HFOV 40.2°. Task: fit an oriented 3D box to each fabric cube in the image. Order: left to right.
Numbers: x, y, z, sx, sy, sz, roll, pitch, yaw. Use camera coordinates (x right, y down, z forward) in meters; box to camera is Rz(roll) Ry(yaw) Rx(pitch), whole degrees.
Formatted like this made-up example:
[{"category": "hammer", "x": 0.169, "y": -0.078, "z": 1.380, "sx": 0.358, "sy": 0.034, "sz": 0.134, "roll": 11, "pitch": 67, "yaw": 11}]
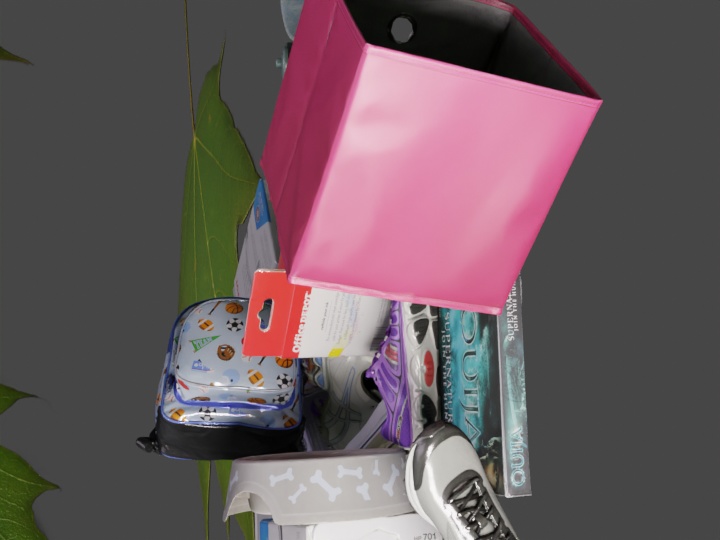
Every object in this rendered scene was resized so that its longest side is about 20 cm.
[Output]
[{"category": "fabric cube", "x": 0.042, "y": -0.112, "z": 0.810, "sx": 0.201, "sy": 0.194, "sz": 0.201, "roll": -110, "pitch": 34, "yaw": -52}]

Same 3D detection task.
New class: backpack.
[{"category": "backpack", "x": -0.149, "y": 0.117, "z": 1.150, "sx": 0.192, "sy": 0.197, "sz": 0.155, "roll": -97, "pitch": 20, "yaw": -50}]

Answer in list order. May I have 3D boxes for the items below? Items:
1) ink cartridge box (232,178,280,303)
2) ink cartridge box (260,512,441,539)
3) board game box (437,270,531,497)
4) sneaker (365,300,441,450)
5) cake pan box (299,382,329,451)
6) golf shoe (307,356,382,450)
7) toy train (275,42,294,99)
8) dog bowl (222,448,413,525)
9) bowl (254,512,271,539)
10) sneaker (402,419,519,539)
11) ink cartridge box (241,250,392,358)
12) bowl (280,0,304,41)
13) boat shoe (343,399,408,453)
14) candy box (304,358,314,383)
[{"category": "ink cartridge box", "x": -0.103, "y": 0.004, "z": 1.278, "sx": 0.201, "sy": 0.085, "sz": 0.148, "roll": 110, "pitch": 154, "yaw": -45}, {"category": "ink cartridge box", "x": -0.014, "y": 0.304, "z": 1.054, "sx": 0.200, "sy": 0.145, "sz": 0.087, "roll": 150, "pitch": 118, "yaw": -68}, {"category": "board game box", "x": 0.109, "y": 0.098, "z": 0.899, "sx": 0.135, "sy": 0.028, "sz": 0.203, "roll": 159, "pitch": 110, "yaw": -70}, {"category": "sneaker", "x": 0.040, "y": 0.078, "z": 0.982, "sx": 0.083, "sy": 0.080, "sz": 0.203, "roll": -2, "pitch": 87, "yaw": 34}, {"category": "cake pan box", "x": -0.068, "y": 0.242, "z": 1.306, "sx": 0.200, "sy": 0.052, "sz": 0.187, "roll": 169, "pitch": 85, "yaw": -70}, {"category": "golf shoe", "x": 0.000, "y": 0.156, "z": 1.155, "sx": 0.079, "sy": 0.096, "sz": 0.202, "roll": -55, "pitch": -34, "yaw": -38}, {"category": "toy train", "x": -0.078, "y": -0.234, "z": 1.397, "sx": 0.114, "sy": 0.084, "sz": 0.203, "roll": 166, "pitch": 102, "yaw": -83}, {"category": "dog bowl", "x": -0.040, "y": 0.211, "z": 0.977, "sx": 0.200, "sy": 0.197, "sz": 0.060, "roll": 155, "pitch": 112, "yaw": -69}, {"category": "bowl", "x": -0.110, "y": 0.401, "z": 1.479, "sx": 0.199, "sy": 0.074, "sz": 0.203, "roll": 164, "pitch": 104, "yaw": -71}, {"category": "sneaker", "x": 0.098, "y": 0.214, "z": 0.818, "sx": 0.079, "sy": 0.074, "sz": 0.202, "roll": 4, "pitch": 120, "yaw": 58}, {"category": "ink cartridge box", "x": -0.028, "y": 0.028, "z": 1.043, "sx": 0.068, "sy": 0.197, "sz": 0.117, "roll": -115, "pitch": 32, "yaw": -51}, {"category": "bowl", "x": -0.023, "y": -0.375, "z": 1.182, "sx": 0.200, "sy": 0.106, "sz": 0.203, "roll": 180, "pitch": 90, "yaw": -72}, {"category": "boat shoe", "x": 0.025, "y": 0.208, "z": 1.083, "sx": 0.201, "sy": 0.071, "sz": 0.063, "roll": 113, "pitch": 150, "yaw": -44}, {"category": "candy box", "x": -0.044, "y": 0.057, "z": 1.318, "sx": 0.117, "sy": 0.056, "sz": 0.203, "roll": 142, "pitch": 128, "yaw": -67}]
